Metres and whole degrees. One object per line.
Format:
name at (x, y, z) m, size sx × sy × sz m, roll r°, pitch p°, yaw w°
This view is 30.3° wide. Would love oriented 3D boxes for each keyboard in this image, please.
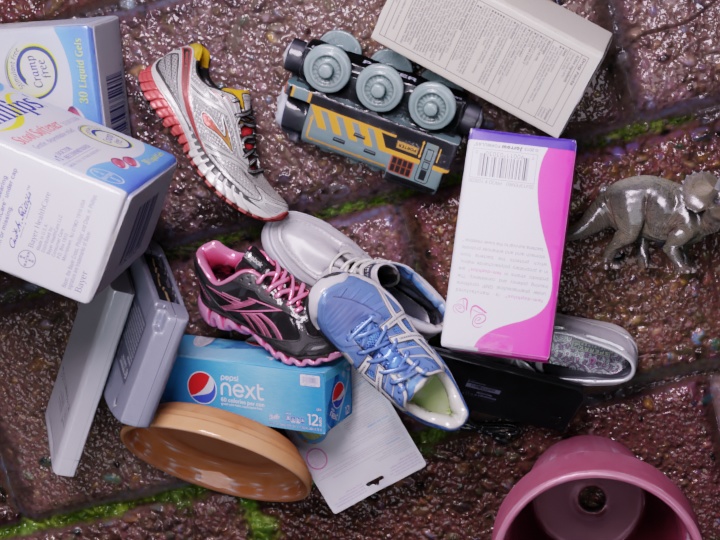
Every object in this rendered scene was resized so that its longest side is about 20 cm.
keyboard at (0.115, 0.125, 1.328) m, size 0.198 × 0.021 × 0.128 m, roll 15°, pitch 138°, yaw -5°

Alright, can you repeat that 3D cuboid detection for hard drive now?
hard drive at (-0.274, 0.086, 1.337) m, size 0.026 × 0.132 × 0.201 m, roll 14°, pitch 107°, yaw -22°

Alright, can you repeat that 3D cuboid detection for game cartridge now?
game cartridge at (-0.216, 0.063, 1.295) m, size 0.040 × 0.200 × 0.134 m, roll 19°, pitch 106°, yaw -24°

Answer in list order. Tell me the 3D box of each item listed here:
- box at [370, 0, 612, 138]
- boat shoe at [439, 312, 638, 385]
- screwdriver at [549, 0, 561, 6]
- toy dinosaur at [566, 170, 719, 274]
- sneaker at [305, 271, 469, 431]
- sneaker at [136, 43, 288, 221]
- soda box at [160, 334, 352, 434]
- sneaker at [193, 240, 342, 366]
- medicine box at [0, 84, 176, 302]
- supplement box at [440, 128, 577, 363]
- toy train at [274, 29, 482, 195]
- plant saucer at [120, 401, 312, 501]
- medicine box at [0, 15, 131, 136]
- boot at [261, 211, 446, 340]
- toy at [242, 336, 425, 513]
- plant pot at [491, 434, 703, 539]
box at (0.122, -0.216, 1.224) m, size 0.199 × 0.078 × 0.095 m, roll 30°, pitch 120°, yaw 3°
boat shoe at (0.176, 0.077, 1.315) m, size 0.198 × 0.069 × 0.073 m, roll 15°, pitch 105°, yaw 2°
screwdriver at (0.169, -0.309, 1.240) m, size 0.029 × 0.028 × 0.202 m, roll -11°, pitch 104°, yaw -23°
toy dinosaur at (0.281, -0.051, 1.277) m, size 0.199 × 0.077 × 0.103 m, roll 5°, pitch 98°, yaw 33°
sneaker at (0.031, 0.074, 1.215) m, size 0.200 × 0.077 × 0.076 m, roll 41°, pitch 88°, yaw -25°
sneaker at (-0.131, -0.132, 1.281) m, size 0.082 × 0.078 × 0.201 m, roll -37°, pitch 86°, yaw 7°
soda box at (-0.111, 0.111, 1.324) m, size 0.198 × 0.068 × 0.065 m, roll 6°, pitch 105°, yaw 23°
sneaker at (-0.085, 0.024, 1.282) m, size 0.199 × 0.079 × 0.096 m, roll 16°, pitch 136°, yaw 29°
medicine box at (-0.284, -0.075, 1.155) m, size 0.199 × 0.182 × 0.104 m, roll 23°, pitch 105°, yaw -1°
supplement box at (0.140, -0.019, 1.244) m, size 0.100 × 0.103 × 0.202 m, roll 8°, pitch 85°, yaw 9°
toy train at (0.014, -0.151, 1.272) m, size 0.198 × 0.085 × 0.115 m, roll 20°, pitch 115°, yaw 1°
plant saucer at (-0.141, 0.180, 1.336) m, size 0.198 × 0.200 × 0.038 m, roll 16°, pitch 65°, yaw 2°
medicine box at (-0.332, -0.147, 1.297) m, size 0.198 × 0.103 × 0.184 m, roll -3°, pitch 104°, yaw 6°
boot at (0.000, 0.000, 1.292) m, size 0.199 × 0.096 × 0.074 m, roll 34°, pitch 68°, yaw -9°
toy at (-0.026, 0.132, 1.363) m, size 0.115 × 0.047 × 0.201 m, roll -30°, pitch 94°, yaw 18°
plant pot at (0.226, 0.253, 1.297) m, size 0.198 × 0.179 × 0.202 m, roll 1°, pitch 105°, yaw 5°
